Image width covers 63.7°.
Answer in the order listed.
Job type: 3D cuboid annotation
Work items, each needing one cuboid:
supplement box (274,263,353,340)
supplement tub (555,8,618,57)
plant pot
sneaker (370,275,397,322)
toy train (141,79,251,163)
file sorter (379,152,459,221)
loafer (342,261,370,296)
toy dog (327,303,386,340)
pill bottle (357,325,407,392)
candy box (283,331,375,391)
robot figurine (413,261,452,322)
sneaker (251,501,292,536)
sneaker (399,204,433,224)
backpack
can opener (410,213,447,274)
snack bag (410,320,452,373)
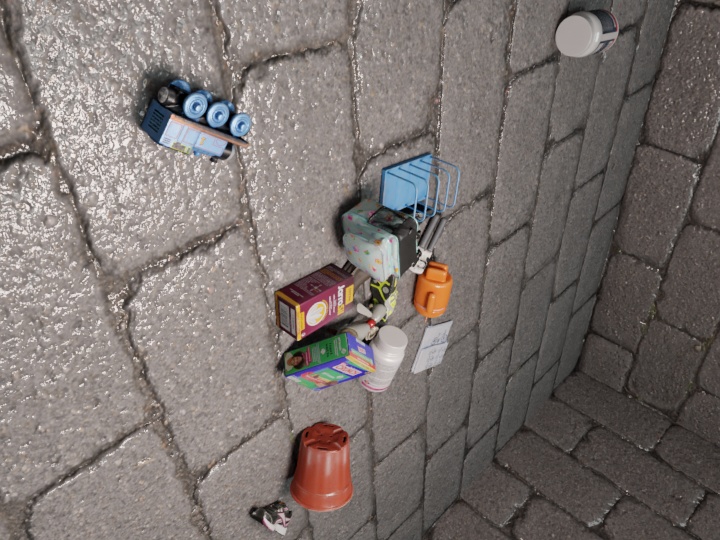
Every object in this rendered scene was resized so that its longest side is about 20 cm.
[{"bbox_3d":[-0.116,0.078,1.495,0.200,0.086,0.111,-29,134,-37],"label":"supplement box"},{"bbox_3d":[0.748,-0.783,1.913,0.200,0.140,0.141,-26,133,-39],"label":"supplement tub"},{"bbox_3d":[-0.114,0.595,1.791,0.200,0.200,0.196,-16,117,-45],"label":"plant pot"},{"bbox_3d":[0.076,0.060,1.747,0.076,0.075,0.200,-39,150,-45],"label":"sneaker"},{"bbox_3d":[-0.288,-0.262,1.045,0.200,0.087,0.114,10,115,-56],"label":"toy train"},{"bbox_3d":[0.165,-0.221,1.603,0.200,0.123,0.139,-27,134,-39],"label":"file sorter"},{"bbox_3d":[0.000,0.000,1.596,0.073,0.071,0.200,21,97,-55],"label":"loafer"},{"bbox_3d":[-0.018,0.159,1.682,0.200,0.096,0.132,-33,154,-52],"label":"toy dog"},{"bbox_3d":[0.069,0.275,1.808,0.113,0.113,0.200,-20,143,-43],"label":"pill bottle"},{"bbox_3d":[-0.082,0.251,1.576,0.199,0.077,0.169,-22,148,18],"label":"candy box"},{"bbox_3d":[0.239,0.070,1.906,0.116,0.144,0.201,-9,125,-25],"label":"robot figurine"},{"bbox_3d":[-0.272,0.760,1.813,0.086,0.080,0.200,-59,155,-22],"label":"sneaker"},{"bbox_3d":[0.129,-0.122,1.685,0.199,0.060,0.105,-21,129,-35],"label":"sneaker"},{"bbox_3d":[0.039,-0.082,1.481,0.153,0.200,0.176,-37,144,-21],"label":"backpack"},{"bbox_3d":[0.209,-0.083,1.830,0.066,0.053,0.201,-61,176,-80],"label":"can opener"},{"bbox_3d":[0.277,0.286,2.191,0.188,0.021,0.201,-6,119,-49],"label":"snack bag"}]
